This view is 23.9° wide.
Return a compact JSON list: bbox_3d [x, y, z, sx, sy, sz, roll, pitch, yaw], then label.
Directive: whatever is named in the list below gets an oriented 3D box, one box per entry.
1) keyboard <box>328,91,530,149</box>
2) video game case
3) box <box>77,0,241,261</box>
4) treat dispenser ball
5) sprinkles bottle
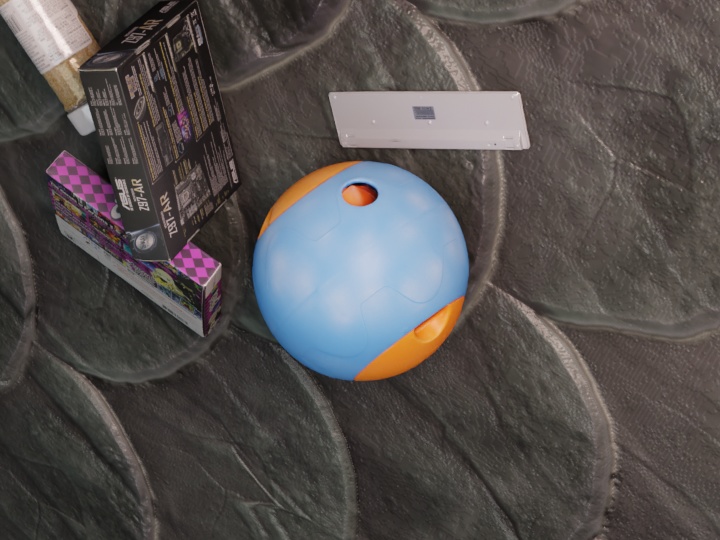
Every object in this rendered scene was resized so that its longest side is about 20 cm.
[{"bbox_3d":[0.061,-0.138,1.564,0.199,0.011,0.057,3,116,30],"label":"keyboard"},{"bbox_3d":[-0.230,-0.023,1.749,0.199,0.036,0.181,35,163,8],"label":"video game case"},{"bbox_3d":[-0.185,-0.134,1.616,0.043,0.160,0.201,2,122,25],"label":"box"},{"bbox_3d":[0.000,0.000,1.563,0.199,0.201,0.202,16,127,22],"label":"treat dispenser ball"},{"bbox_3d":[-0.304,-0.234,1.687,0.068,0.068,0.201,-22,106,40],"label":"sprinkles bottle"}]
